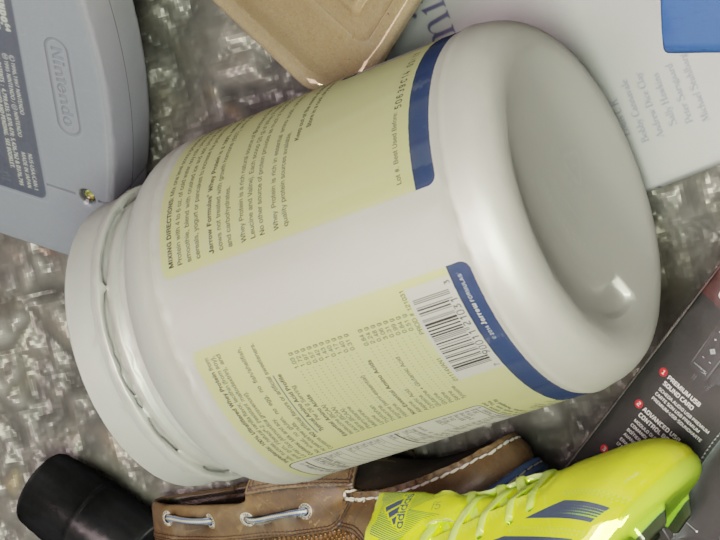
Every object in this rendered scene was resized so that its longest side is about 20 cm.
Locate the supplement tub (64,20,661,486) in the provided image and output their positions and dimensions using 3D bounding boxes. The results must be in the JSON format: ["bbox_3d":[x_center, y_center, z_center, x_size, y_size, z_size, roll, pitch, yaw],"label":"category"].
[{"bbox_3d":[0.000,0.000,0.935,0.200,0.145,0.145,-19,90,28],"label":"supplement tub"}]

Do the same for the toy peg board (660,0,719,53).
[{"bbox_3d":[0.148,-0.155,0.828,0.098,0.200,0.200,3,101,34],"label":"toy peg board"}]

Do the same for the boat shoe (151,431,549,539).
[{"bbox_3d":[-0.014,0.099,1.022,0.200,0.072,0.073,-24,87,28],"label":"boat shoe"}]

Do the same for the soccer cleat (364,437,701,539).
[{"bbox_3d":[0.041,0.110,0.918,0.200,0.065,0.084,-38,74,29],"label":"soccer cleat"}]

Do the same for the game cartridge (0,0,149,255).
[{"bbox_3d":[-0.155,-0.098,1.034,0.133,0.042,0.200,15,134,20],"label":"game cartridge"}]

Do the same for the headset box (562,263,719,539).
[{"bbox_3d":[0.163,0.092,0.928,0.149,0.077,0.200,41,113,15],"label":"headset box"}]

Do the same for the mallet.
[{"bbox_3d":[-0.158,0.174,1.131,0.066,0.041,0.200,39,118,16],"label":"mallet"}]

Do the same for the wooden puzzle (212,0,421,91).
[{"bbox_3d":[-0.009,-0.200,0.974,0.185,0.046,0.200,44,110,24],"label":"wooden puzzle"}]

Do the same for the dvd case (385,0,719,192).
[{"bbox_3d":[0.097,-0.101,0.961,0.200,0.018,0.143,-21,90,29],"label":"dvd case"}]
